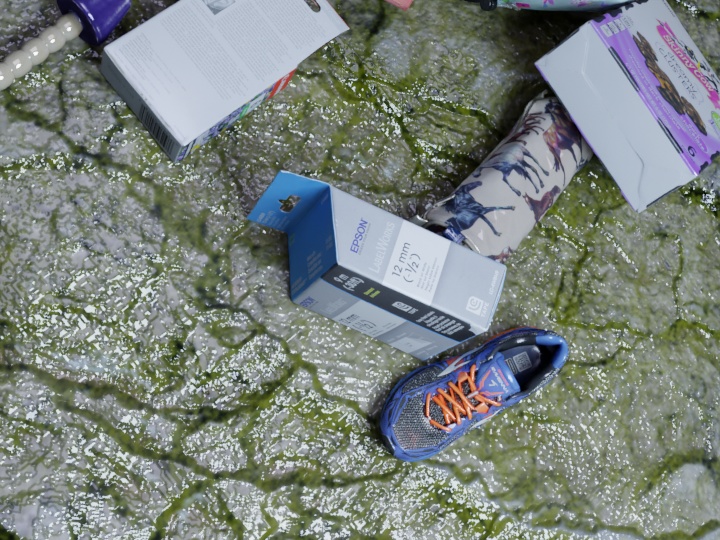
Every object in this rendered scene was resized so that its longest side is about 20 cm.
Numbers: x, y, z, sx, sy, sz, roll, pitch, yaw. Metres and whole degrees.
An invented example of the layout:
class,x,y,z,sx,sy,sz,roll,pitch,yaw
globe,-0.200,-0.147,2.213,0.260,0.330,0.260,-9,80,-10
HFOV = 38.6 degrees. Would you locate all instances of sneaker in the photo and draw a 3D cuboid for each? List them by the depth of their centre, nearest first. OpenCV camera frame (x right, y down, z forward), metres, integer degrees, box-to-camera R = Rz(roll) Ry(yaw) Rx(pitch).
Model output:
class,x,y,z,sx,sy,sz,roll,pitch,yaw
sneaker,0.101,0.100,0.903,0.199,0.078,0.076,-31,87,-22

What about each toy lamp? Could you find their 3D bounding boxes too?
class,x,y,z,sx,sy,sz,roll,pitch,yaw
toy lamp,-0.277,-0.181,0.860,0.058,0.058,0.200,46,67,-3

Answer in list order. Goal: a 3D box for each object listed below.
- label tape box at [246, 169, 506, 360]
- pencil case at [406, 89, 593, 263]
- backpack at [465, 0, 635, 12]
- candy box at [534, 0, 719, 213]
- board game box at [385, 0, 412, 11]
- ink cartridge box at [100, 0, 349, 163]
class,x,y,z,sx,sy,sz,roll,pitch,yaw
label tape box,0.000,0.000,0.859,0.199,0.143,0.066,23,70,-12
pencil case,0.136,-0.078,0.959,0.200,0.078,0.090,-47,108,-22
backpack,0.200,-0.327,0.999,0.199,0.127,0.168,8,102,3
candy box,0.276,-0.168,0.987,0.168,0.071,0.200,56,39,1
board game box,-0.034,-0.322,0.972,0.199,0.019,0.103,26,41,-10
ink cartridge box,-0.119,-0.197,0.920,0.200,0.050,0.109,-39,90,-23
